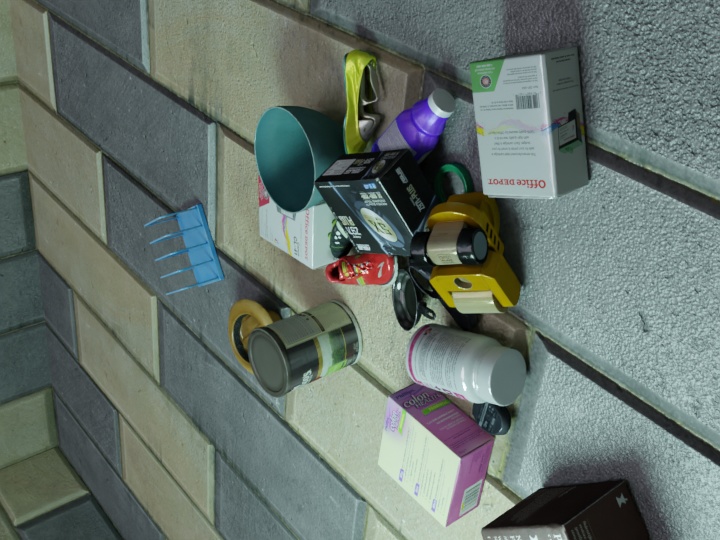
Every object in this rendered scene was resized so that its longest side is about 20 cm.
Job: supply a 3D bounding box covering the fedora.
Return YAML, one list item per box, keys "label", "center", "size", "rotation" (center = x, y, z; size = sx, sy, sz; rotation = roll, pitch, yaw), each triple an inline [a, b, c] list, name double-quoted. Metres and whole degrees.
- label: "fedora"
  center: [-0.236, 0.153, 2.095]
  size: [0.199, 0.081, 0.204]
  rotation: [19, 116, 43]

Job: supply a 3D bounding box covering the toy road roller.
- label: "toy road roller"
  center: [0.183, -0.036, 1.435]
  size: [0.121, 0.147, 0.201]
  rotation: [-2, 140, 37]

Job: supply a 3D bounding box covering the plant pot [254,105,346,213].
- label: "plant pot"
  center: [-0.096, -0.225, 1.692]
  size: [0.199, 0.134, 0.203]
  rotation: [27, 126, 44]

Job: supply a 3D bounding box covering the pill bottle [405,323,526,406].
- label: "pill bottle"
  center: [0.181, 0.163, 1.516]
  size: [0.199, 0.112, 0.115]
  rotation: [11, 114, 50]

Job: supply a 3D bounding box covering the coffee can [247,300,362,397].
- label: "coffee can"
  center: [-0.115, 0.160, 1.835]
  size: [0.146, 0.198, 0.149]
  rotation: [27, 126, 44]

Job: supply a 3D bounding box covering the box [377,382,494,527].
- label: "box"
  center: [0.139, 0.344, 1.668]
  size: [0.199, 0.096, 0.178]
  rotation: [35, 132, 38]

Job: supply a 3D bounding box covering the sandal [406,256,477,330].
- label: "sandal"
  center: [0.131, 0.022, 1.550]
  size: [0.201, 0.043, 0.076]
  rotation: [53, 160, 16]

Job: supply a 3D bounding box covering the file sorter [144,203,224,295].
- label: "file sorter"
  center: [-0.461, -0.049, 2.269]
  size: [0.138, 0.122, 0.203]
  rotation: [-14, 95, 55]

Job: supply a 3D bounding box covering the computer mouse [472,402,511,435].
- label: "computer mouse"
  center: [0.206, 0.228, 1.589]
  size: [0.200, 0.034, 0.059]
  rotation: [43, 128, 43]

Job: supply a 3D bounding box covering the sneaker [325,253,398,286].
- label: "sneaker"
  center: [0.000, 0.000, 1.698]
  size: [0.199, 0.084, 0.078]
  rotation: [-16, 81, 55]

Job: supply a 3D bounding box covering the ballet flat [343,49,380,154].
- label: "ballet flat"
  center: [0.005, -0.297, 1.594]
  size: [0.066, 0.067, 0.203]
  rotation: [10, 113, 27]

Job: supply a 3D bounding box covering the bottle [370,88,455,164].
- label: "bottle"
  center: [0.091, -0.233, 1.499]
  size: [0.084, 0.065, 0.200]
  rotation: [57, 142, 9]

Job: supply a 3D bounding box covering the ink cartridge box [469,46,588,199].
- label: "ink cartridge box"
  center: [0.246, -0.214, 1.285]
  size: [0.144, 0.083, 0.203]
  rotation: [9, 112, 51]

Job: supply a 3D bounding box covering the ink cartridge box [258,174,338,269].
- label: "ink cartridge box"
  center: [-0.126, -0.112, 1.827]
  size: [0.199, 0.085, 0.150]
  rotation: [31, 128, 44]

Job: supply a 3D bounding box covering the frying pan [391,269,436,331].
- label: "frying pan"
  center: [0.100, 0.047, 1.608]
  size: [0.190, 0.030, 0.117]
  rotation: [147, 116, -67]

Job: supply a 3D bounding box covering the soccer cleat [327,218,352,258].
- label: "soccer cleat"
  center: [-0.009, -0.091, 1.702]
  size: [0.081, 0.067, 0.202]
  rotation: [36, 133, 21]

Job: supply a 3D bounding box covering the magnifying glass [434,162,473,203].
- label: "magnifying glass"
  center: [0.156, -0.088, 1.520]
  size: [0.079, 0.022, 0.203]
  rotation: [31, 126, 42]

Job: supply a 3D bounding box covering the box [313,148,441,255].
- label: "box"
  center: [0.036, -0.117, 1.529]
  size: [0.199, 0.086, 0.165]
  rotation: [6, 136, 53]

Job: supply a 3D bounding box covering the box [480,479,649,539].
- label: "box"
  center: [0.332, 0.449, 1.399]
  size: [0.199, 0.163, 0.168]
  rotation: [-27, 84, 54]
